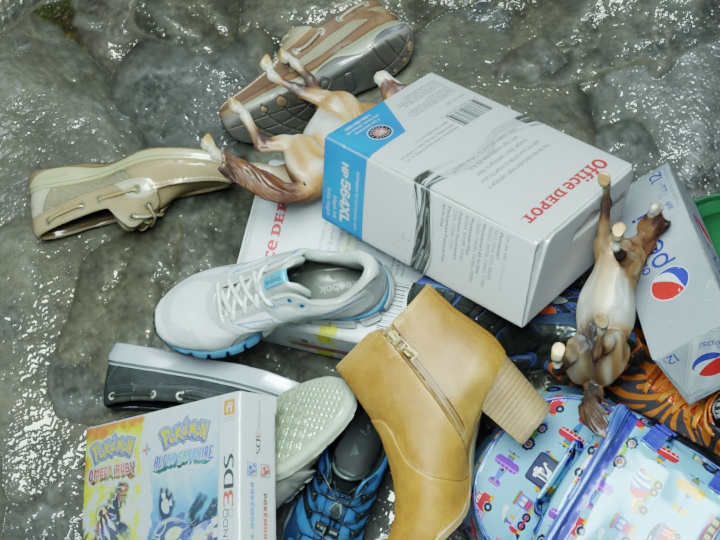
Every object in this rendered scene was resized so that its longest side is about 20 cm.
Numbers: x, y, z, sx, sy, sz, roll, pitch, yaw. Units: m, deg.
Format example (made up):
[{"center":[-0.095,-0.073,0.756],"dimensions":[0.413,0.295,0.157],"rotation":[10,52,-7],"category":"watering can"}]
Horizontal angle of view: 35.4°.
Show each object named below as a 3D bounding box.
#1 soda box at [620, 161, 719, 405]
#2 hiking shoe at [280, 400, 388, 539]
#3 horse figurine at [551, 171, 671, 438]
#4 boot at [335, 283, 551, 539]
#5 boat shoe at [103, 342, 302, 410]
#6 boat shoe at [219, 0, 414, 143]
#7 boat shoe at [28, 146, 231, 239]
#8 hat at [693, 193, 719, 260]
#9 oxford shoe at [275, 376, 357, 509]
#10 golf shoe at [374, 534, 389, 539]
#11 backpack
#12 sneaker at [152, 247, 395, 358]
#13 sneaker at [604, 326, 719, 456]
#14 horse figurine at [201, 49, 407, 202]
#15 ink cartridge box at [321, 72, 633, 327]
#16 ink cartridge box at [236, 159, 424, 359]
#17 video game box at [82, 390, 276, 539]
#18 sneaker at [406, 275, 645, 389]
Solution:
[{"center":[0.254,0.006,0.905],"dimensions":[0.068,0.063,0.202],"rotation":[-31,34,21],"category":"soda box"},{"center":[-0.023,0.185,0.918],"dimensions":[0.073,0.087,0.203],"rotation":[16,74,10],"category":"hiking shoe"},{"center":[0.180,0.026,0.822],"dimensions":[0.049,0.133,0.203],"rotation":[9,73,22],"category":"horse figurine"},{"center":[0.032,0.124,0.845],"dimensions":[0.144,0.071,0.202],"rotation":[40,90,6],"category":"boot"},{"center":[-0.128,0.108,0.966],"dimensions":[0.197,0.069,0.058],"rotation":[10,77,14],"category":"boat shoe"},{"center":[-0.047,-0.187,1.052],"dimensions":[0.198,0.076,0.072],"rotation":[-29,65,-11],"category":"boat shoe"},{"center":[-0.205,-0.067,1.027],"dimensions":[0.196,0.071,0.066],"rotation":[-8,78,11],"category":"boat shoe"},{"center":[0.343,-0.013,0.903],"dimensions":[0.197,0.176,0.168],"rotation":[12,73,9],"category":"hat"},{"center":[-0.068,0.159,0.913],"dimensions":[0.200,0.057,0.076],"rotation":[-45,32,21],"category":"oxford shoe"},{"center":[0.057,0.301,0.879],"dimensions":[0.088,0.077,0.202],"rotation":[-32,89,-41],"category":"golf shoe"},{"center":[0.174,0.181,0.875],"dimensions":[0.199,0.135,0.183],"rotation":[37,84,22],"category":"backpack"},{"center":[-0.073,0.015,0.890],"dimensions":[0.197,0.087,0.076],"rotation":[-13,74,2],"category":"sneaker"},{"center":[0.271,0.099,0.908],"dimensions":[0.199,0.112,0.078],"rotation":[35,78,14],"category":"sneaker"},{"center":[-0.046,-0.115,0.939],"dimensions":[0.132,0.050,0.201],"rotation":[33,51,1],"category":"horse figurine"},{"center":[0.089,-0.061,0.880],"dimensions":[0.199,0.085,0.145],"rotation":[30,44,27],"category":"ink cartridge box"},{"center":[0.000,0.000,0.977],"dimensions":[0.197,0.084,0.147],"rotation":[12,73,8],"category":"ink cartridge box"},{"center":[-0.147,0.202,0.891],"dimensions":[0.198,0.046,0.185],"rotation":[-18,64,38],"category":"video game box"},{"center":[0.128,0.040,0.905],"dimensions":[0.197,0.076,0.079],"rotation":[15,36,-15],"category":"sneaker"}]
